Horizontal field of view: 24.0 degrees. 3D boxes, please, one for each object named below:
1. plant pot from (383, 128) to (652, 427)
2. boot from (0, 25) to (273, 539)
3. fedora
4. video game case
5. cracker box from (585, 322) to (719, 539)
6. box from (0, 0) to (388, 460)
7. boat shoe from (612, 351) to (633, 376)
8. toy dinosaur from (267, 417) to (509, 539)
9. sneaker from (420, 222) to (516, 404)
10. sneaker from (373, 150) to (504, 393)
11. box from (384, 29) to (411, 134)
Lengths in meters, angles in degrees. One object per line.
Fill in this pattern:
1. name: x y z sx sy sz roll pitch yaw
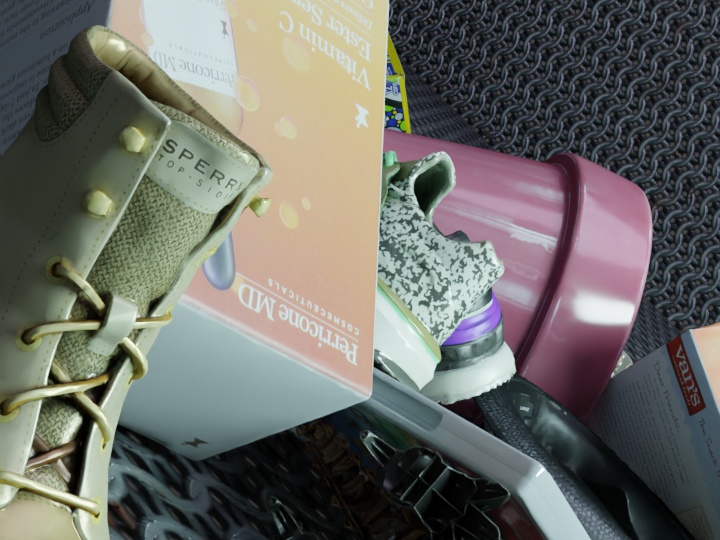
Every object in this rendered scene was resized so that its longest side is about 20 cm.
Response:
1. plant pot: 0.054 0.004 1.039 0.177 0.202 0.200 22 14 -11
2. boot: -0.081 0.028 0.493 0.073 0.156 0.200 32 14 -39
3. fedora: 0.098 0.140 0.862 0.200 0.092 0.201 40 11 -9
4. video game case: 0.029 0.089 0.753 0.199 0.017 0.143 28 -20 44
5. cracker box: 0.186 0.117 0.958 0.200 0.057 0.135 131 -56 -66
6. box: -0.077 -0.049 0.687 0.152 0.106 0.202 29 51 -40
7. boat shoe: 0.137 0.097 1.149 0.073 0.075 0.201 30 -24 21
8. toy dinosaur: 0.022 0.138 0.685 0.199 0.103 0.136 27 -15 36
9. sneaker: 0.001 0.000 0.881 0.199 0.069 0.101 10 -60 51
10. sneaker: 0.003 -0.027 0.788 0.200 0.088 0.077 52 -1 42
11. box: 0.000 -0.070 1.127 0.201 0.069 0.065 80 -4 -49
